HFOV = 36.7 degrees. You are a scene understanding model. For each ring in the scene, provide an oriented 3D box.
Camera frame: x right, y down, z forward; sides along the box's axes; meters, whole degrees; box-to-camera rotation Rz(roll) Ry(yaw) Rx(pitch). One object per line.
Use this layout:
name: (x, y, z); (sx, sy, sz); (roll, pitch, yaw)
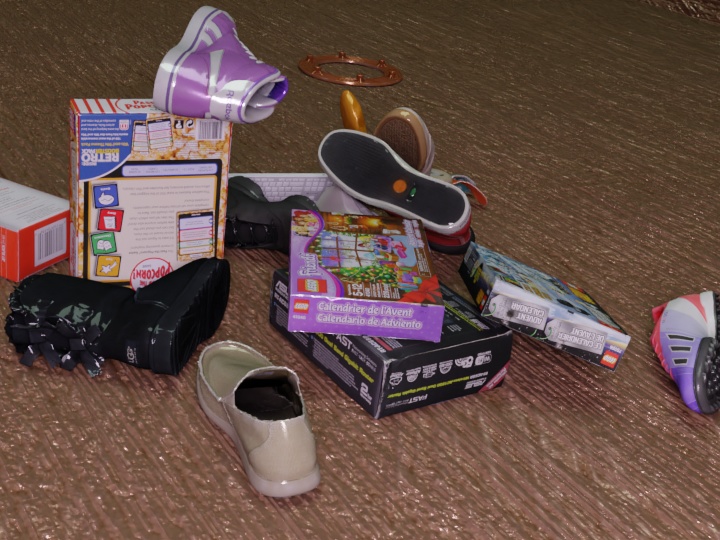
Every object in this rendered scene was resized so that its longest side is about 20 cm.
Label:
ring: (-0.018, -0.384, 2.048); (0.199, 0.019, 0.201); (5, 24, -2)

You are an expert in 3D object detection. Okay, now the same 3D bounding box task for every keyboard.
keyboard: (-0.105, -0.098, 1.349); (0.199, 0.056, 0.011); (-2, 45, -20)

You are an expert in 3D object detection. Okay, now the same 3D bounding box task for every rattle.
rattle: (0.073, -0.161, 1.446); (0.199, 0.144, 0.130); (3, 5, 5)

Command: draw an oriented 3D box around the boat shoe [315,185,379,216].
boat shoe: (0.001, -0.042, 1.250); (0.068, 0.072, 0.200); (27, 2, -28)

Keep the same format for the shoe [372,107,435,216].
shoe: (0.053, -0.136, 1.309); (0.070, 0.200, 0.054); (19, 61, 12)

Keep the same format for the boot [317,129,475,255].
boot: (0.044, -0.085, 1.280); (0.199, 0.073, 0.144); (31, -7, 16)

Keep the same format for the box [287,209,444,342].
box: (0.000, 0.000, 1.025); (0.136, 0.039, 0.200); (4, 25, -5)

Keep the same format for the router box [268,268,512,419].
router box: (0.025, 0.055, 1.037); (0.149, 0.062, 0.200); (-8, 29, -33)

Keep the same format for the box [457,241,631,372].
box: (0.174, 0.031, 1.069); (0.136, 0.040, 0.200); (22, 10, -5)

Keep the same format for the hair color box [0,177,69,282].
hair color box: (-0.410, -0.057, 1.164); (0.199, 0.062, 0.101); (19, 27, 21)

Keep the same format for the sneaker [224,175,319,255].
sneaker: (-0.119, -0.049, 1.233); (0.091, 0.076, 0.199); (-23, 29, -38)

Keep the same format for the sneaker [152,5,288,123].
sneaker: (-0.122, -0.193, 1.056); (0.114, 0.073, 0.201); (11, 34, 0)

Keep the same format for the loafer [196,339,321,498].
loafer: (-0.081, 0.104, 0.890); (0.075, 0.069, 0.200); (-6, 27, -26)

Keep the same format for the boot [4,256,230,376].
boot: (-0.222, 0.032, 1.014); (0.161, 0.074, 0.198); (8, 25, 10)

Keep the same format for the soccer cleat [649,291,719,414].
soccer cleat: (0.322, 0.083, 1.075); (0.073, 0.069, 0.200); (-10, 22, 23)

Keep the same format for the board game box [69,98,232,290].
board game box: (-0.209, -0.066, 1.071); (0.151, 0.201, 0.046); (-3, 25, -23)
